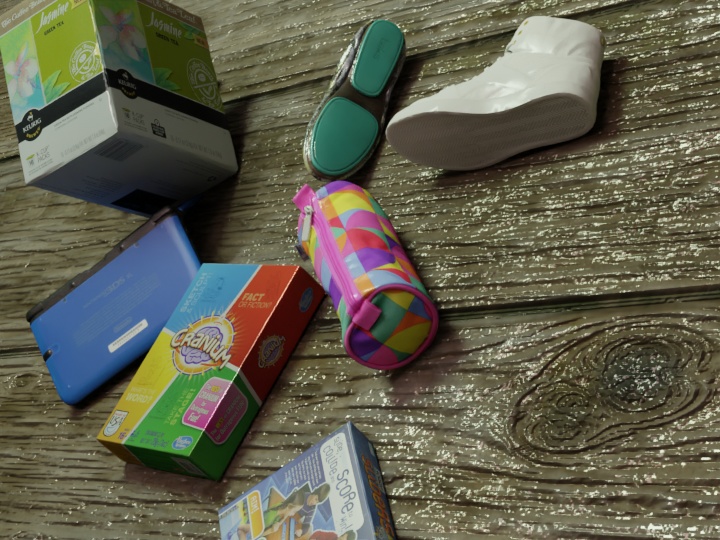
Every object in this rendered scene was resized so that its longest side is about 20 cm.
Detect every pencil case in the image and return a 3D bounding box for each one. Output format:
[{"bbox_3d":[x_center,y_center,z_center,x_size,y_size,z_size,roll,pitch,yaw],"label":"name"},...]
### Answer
[{"bbox_3d":[0.000,0.000,1.280,0.088,0.088,0.200,-40,33,7],"label":"pencil case"}]

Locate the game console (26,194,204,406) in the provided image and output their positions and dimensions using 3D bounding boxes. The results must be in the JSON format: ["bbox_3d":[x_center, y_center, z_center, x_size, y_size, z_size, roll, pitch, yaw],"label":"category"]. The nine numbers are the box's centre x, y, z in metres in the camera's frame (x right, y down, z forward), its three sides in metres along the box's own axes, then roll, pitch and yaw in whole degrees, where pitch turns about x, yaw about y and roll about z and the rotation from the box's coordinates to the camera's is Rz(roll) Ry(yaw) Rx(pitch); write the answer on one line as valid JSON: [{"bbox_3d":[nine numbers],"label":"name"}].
[{"bbox_3d":[-0.230,0.027,1.567,0.199,0.118,0.172,-36,64,14],"label":"game console"}]

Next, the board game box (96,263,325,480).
[{"bbox_3d":[-0.135,0.086,1.374,0.152,0.040,0.201,0,54,48],"label":"board game box"}]

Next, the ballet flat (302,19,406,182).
[{"bbox_3d":[-0.009,-0.155,1.492,0.072,0.072,0.202,-8,47,43],"label":"ballet flat"}]

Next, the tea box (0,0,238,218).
[{"bbox_3d":[-0.254,-0.183,1.597,0.133,0.199,0.199,-26,69,26],"label":"tea box"}]

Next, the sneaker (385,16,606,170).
[{"bbox_3d":[0.123,-0.158,1.335,0.198,0.074,0.116,-8,45,31],"label":"sneaker"}]

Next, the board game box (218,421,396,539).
[{"bbox_3d":[-0.036,0.219,1.118,0.135,0.034,0.201,-35,34,14],"label":"board game box"}]
